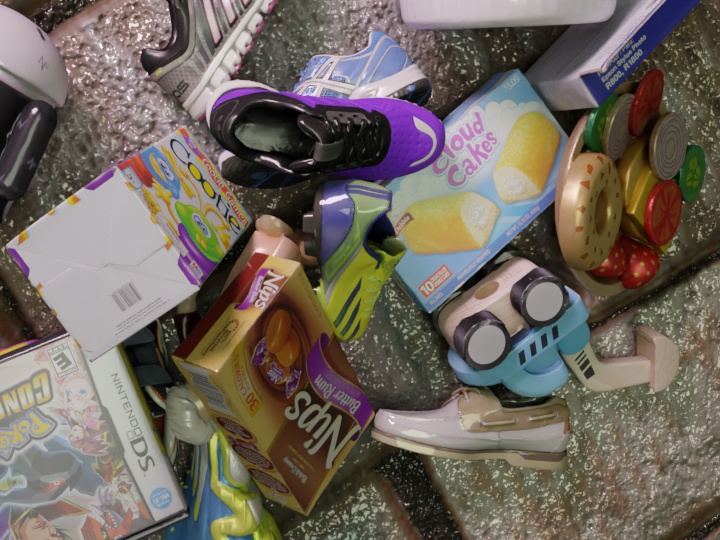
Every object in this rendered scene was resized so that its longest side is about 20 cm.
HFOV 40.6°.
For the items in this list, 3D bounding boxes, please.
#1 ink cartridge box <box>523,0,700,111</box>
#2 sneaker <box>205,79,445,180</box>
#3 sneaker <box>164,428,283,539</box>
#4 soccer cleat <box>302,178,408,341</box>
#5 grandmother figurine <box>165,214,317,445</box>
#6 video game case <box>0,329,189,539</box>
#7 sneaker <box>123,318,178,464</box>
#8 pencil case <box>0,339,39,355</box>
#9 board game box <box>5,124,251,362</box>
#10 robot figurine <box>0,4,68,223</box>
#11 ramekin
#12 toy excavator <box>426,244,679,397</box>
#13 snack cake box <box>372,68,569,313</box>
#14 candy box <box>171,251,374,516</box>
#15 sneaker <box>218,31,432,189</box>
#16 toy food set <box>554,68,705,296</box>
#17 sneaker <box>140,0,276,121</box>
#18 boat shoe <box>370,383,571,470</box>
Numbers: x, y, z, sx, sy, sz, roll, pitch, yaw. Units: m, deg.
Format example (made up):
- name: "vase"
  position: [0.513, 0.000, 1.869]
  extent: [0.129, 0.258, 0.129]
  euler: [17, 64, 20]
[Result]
- name: "ink cartridge box"
  position: [0.239, -0.218, 0.827]
  extent: [0.041, 0.200, 0.200]
  euler: [44, 88, -12]
- name: "sneaker"
  position: [-0.023, -0.101, 0.768]
  extent: [0.197, 0.100, 0.071]
  euler: [4, 108, -11]
- name: "sneaker"
  position: [-0.140, 0.203, 0.870]
  extent: [0.104, 0.076, 0.203]
  euler: [-18, 89, 4]
- name: "soccer cleat"
  position: [0.000, 0.001, 0.823]
  extent: [0.082, 0.201, 0.065]
  euler: [0, 54, 5]
- name: "grandmother figurine"
  position: [-0.108, 0.052, 0.831]
  extent: [0.121, 0.060, 0.202]
  euler: [33, 69, -20]
- name: "video game case"
  position: [-0.261, 0.156, 0.782]
  extent: [0.198, 0.025, 0.183]
  euler: [-22, 101, -10]
- name: "sneaker"
  position: [-0.203, 0.089, 0.844]
  extent: [0.077, 0.079, 0.203]
  euler: [-19, 98, -7]
- name: "pencil case"
  position: [-0.278, 0.158, 0.832]
  extent: [0.087, 0.088, 0.203]
  euler: [-10, 101, -9]
- name: "board game box"
  position: [-0.170, -0.031, 0.763]
  extent: [0.104, 0.200, 0.104]
  euler: [-32, 101, 12]
- name: "robot figurine"
  position: [-0.317, -0.114, 0.770]
  extent: [0.149, 0.125, 0.202]
  euler: [28, 85, -10]
- name: "ramekin"
  position: [0.122, -0.254, 0.807]
  extent: [0.197, 0.201, 0.099]
  euler: [-5, 106, -10]
- name: "toy excavator"
  position: [0.185, 0.070, 0.915]
  extent: [0.193, 0.100, 0.201]
  euler: [-35, 115, -4]
- name: "snack cake box"
  position: [0.093, -0.073, 0.884]
  extent: [0.200, 0.067, 0.115]
  euler: [-42, 103, -4]
- name: "candy box"
  position: [-0.066, 0.098, 0.813]
  extent: [0.117, 0.056, 0.201]
  euler: [-53, 137, -30]
- name: "sneaker"
  position: [-0.038, -0.138, 0.860]
  extent: [0.198, 0.076, 0.078]
  euler: [-27, 75, -4]
- name: "toy food set"
  position: [0.241, -0.075, 0.876]
  extent: [0.199, 0.048, 0.200]
  euler: [35, 75, -44]
- name: "sneaker"
  position: [-0.122, -0.233, 0.822]
  extent: [0.087, 0.074, 0.202]
  euler: [27, 96, -18]
- name: "boat shoe"
  position: [0.105, 0.140, 0.913]
  extent: [0.197, 0.075, 0.069]
  euler: [9, 91, -20]
